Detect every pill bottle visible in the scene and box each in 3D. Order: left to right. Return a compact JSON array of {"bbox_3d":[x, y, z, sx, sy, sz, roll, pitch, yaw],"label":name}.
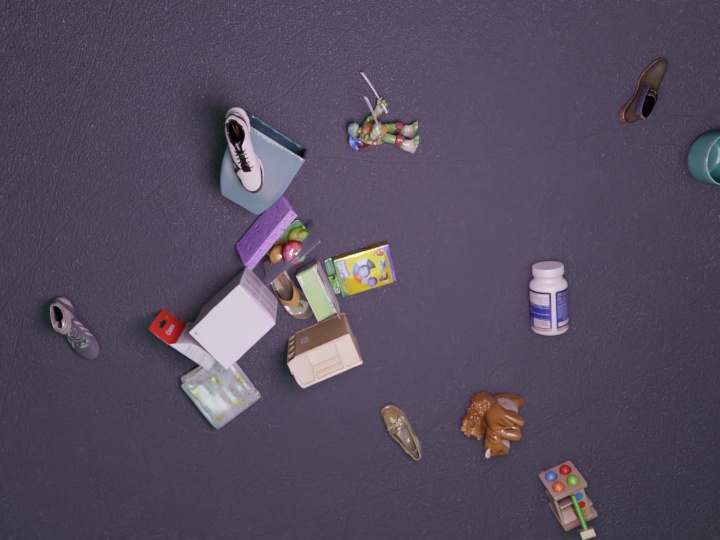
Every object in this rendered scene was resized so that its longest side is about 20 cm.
[{"bbox_3d":[0.575,0.083,1.688,0.112,0.116,0.207,-8,106,-5],"label":"pill bottle"}]

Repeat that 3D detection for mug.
[{"bbox_3d":[1.068,-0.329,1.644,0.181,0.115,0.155,24,100,-13],"label":"mug"}]

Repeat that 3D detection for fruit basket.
[{"bbox_3d":[-0.189,-0.051,1.520,0.184,0.201,0.094,-39,121,4],"label":"fruit basket"}]

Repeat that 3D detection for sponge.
[{"bbox_3d":[-0.264,-0.110,1.540,0.201,0.112,0.030,-49,131,7],"label":"sponge"}]

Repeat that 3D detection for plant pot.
[{"bbox_3d":[-0.270,-0.269,1.462,0.193,0.197,0.203,28,105,-13],"label":"plant pot"}]

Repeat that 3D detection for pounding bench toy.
[{"bbox_3d":[0.702,0.762,1.834,0.121,0.200,0.160,-23,107,0],"label":"pounding bench toy"}]

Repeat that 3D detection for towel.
[{"bbox_3d":[-0.424,0.358,1.673,0.169,0.048,0.202,-34,106,3],"label":"towel"}]

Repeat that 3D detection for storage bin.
[{"bbox_3d":[-0.108,0.227,1.598,0.194,0.200,0.096,-23,105,0],"label":"storage bin"}]

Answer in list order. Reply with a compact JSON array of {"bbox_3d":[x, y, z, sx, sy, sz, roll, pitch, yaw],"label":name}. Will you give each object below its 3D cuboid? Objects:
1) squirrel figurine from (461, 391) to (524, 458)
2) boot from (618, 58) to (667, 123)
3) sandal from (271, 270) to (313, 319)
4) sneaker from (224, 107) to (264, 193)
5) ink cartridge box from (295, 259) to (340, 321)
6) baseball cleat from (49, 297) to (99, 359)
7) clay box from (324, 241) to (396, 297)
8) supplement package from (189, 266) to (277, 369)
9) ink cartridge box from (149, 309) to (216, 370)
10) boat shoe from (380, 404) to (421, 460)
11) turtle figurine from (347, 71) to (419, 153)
[{"bbox_3d":[0.421,0.501,1.786,0.194,0.142,0.192,15,113,4],"label":"squirrel figurine"},{"bbox_3d":[0.832,-0.510,1.577,0.073,0.097,0.203,27,100,-13],"label":"boot"},{"bbox_3d":[-0.211,0.065,1.619,0.079,0.054,0.203,-32,106,2],"label":"sandal"},{"bbox_3d":[-0.284,-0.278,1.319,0.071,0.081,0.205,-13,115,3],"label":"sneaker"},{"bbox_3d":[-0.119,0.063,1.548,0.074,0.200,0.151,-25,100,1],"label":"ink cartridge box"},{"bbox_3d":[-0.809,0.176,1.548,0.068,0.107,0.204,-29,108,-3],"label":"baseball cleat"},{"bbox_3d":[0.000,0.000,1.632,0.194,0.048,0.118,-17,106,-3],"label":"clay box"},{"bbox_3d":[-0.345,0.126,1.544,0.190,0.200,0.148,-41,105,6],"label":"supplement package"},{"bbox_3d":[-0.483,0.179,1.561,0.198,0.160,0.048,39,99,-14],"label":"ink cartridge box"},{"bbox_3d":[0.134,0.519,1.773,0.072,0.063,0.204,-30,106,2],"label":"boat shoe"},{"bbox_3d":[0.070,-0.405,1.489,0.188,0.144,0.206,11,107,-13],"label":"turtle figurine"}]
